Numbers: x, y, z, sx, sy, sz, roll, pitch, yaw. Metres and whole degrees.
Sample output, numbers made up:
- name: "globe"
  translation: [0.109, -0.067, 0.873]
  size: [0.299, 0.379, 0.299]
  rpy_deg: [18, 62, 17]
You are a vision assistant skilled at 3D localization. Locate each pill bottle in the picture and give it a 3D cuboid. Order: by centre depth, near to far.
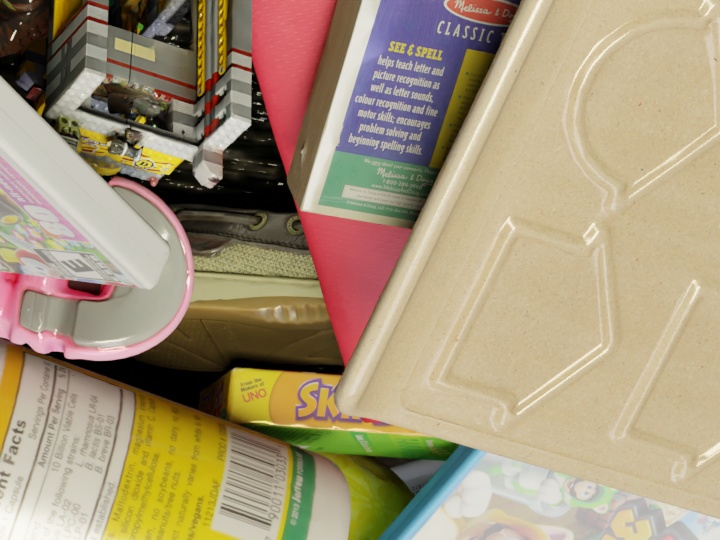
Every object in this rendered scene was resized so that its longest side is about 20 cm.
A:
- name: "pill bottle"
  translation: [-0.114, 0.089, 1.043]
  size: [0.199, 0.113, 0.113]
  rpy_deg: [21, 145, -13]

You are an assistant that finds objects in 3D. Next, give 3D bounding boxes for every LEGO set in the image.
- name: "LEGO set"
  translation: [-0.125, -0.071, 0.911]
  size: [0.200, 0.116, 0.154]
  rpy_deg: [22, 143, -34]

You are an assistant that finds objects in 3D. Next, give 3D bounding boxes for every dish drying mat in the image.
- name: "dish drying mat"
  translation: [0.012, -0.036, 0.999]
  size: [0.077, 0.018, 0.200]
  rpy_deg: [-9, 121, 12]

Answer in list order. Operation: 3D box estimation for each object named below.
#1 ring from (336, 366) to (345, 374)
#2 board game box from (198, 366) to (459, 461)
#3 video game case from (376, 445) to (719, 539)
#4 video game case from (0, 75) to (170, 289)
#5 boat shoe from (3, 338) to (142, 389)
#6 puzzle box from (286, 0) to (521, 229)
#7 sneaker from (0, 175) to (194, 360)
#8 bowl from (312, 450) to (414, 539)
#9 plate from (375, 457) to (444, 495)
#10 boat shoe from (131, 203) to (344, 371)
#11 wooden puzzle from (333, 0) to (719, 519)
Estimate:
- name: "ring"
  translation: [-0.072, 0.045, 1.225]
  size: [0.200, 0.019, 0.201]
  rpy_deg: [-2, 150, -1]
- name: "board game box"
  translation: [0.041, 0.061, 1.135]
  size: [0.199, 0.030, 0.096]
  rpy_deg: [7, 171, -10]
- name: "video game case"
  translation: [0.101, 0.138, 1.118]
  size: [0.200, 0.018, 0.143]
  rpy_deg: [34, 106, -20]
- name: "video game case"
  translation: [-0.172, -0.045, 0.888]
  size: [0.199, 0.018, 0.143]
  rpy_deg: [7, 153, 36]
- name: "boat shoe"
  translation: [-0.176, 0.031, 1.122]
  size: [0.066, 0.074, 0.200]
  rpy_deg: [-30, 131, 34]
- name: "puzzle box"
  translation: [0.086, -0.069, 0.967]
  size: [0.199, 0.025, 0.133]
  rpy_deg: [9, 115, -19]
- name: "sneaker"
  translation: [-0.153, -0.015, 1.042]
  size: [0.199, 0.079, 0.095]
  rpy_deg: [18, -179, 5]
- name: "bowl"
  translation: [-0.079, 0.135, 1.176]
  size: [0.200, 0.201, 0.108]
  rpy_deg: [-20, 141, 27]
- name: "plate"
  translation: [0.036, 0.152, 1.218]
  size: [0.199, 0.201, 0.032]
  rpy_deg: [-17, 154, 9]
- name: "boat shoe"
  translation: [0.000, 0.000, 1.089]
  size: [0.199, 0.065, 0.073]
  rpy_deg: [2, 156, 7]
- name: "wooden puzzle"
  translation: [0.106, -0.015, 0.963]
  size: [0.199, 0.046, 0.186]
  rpy_deg: [15, 112, -27]
